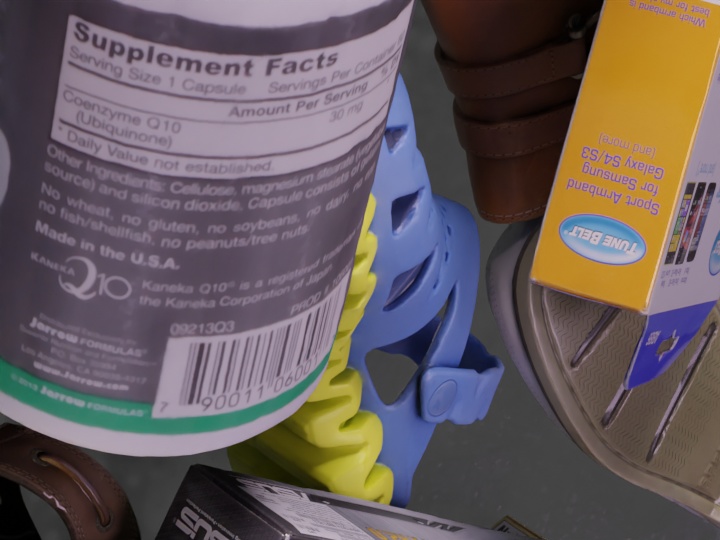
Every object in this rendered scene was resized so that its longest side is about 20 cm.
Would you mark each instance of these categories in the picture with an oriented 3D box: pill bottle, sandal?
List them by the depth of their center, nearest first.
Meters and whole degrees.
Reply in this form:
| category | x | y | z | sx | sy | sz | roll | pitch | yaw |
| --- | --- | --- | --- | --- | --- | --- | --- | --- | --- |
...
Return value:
| category | x | y | z | sx | sy | sz | roll | pitch | yaw |
| --- | --- | --- | --- | --- | --- | --- | --- | --- | --- |
| pill bottle | -0.045 | -0.062 | 0.681 | 0.113 | 0.113 | 0.200 | -15 | 135 | -34 |
| sandal | -0.096 | 0.075 | 0.807 | 0.201 | 0.080 | 0.057 | 13 | 81 | -47 |
| sandal | 0.000 | 0.000 | 0.832 | 0.087 | 0.079 | 0.200 | -35 | 146 | -26 |

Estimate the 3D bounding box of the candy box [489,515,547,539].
| category | x | y | z | sx | sy | sz | roll | pitch | yaw |
| --- | --- | --- | --- | --- | --- | --- | --- | --- | --- |
| candy box | 0.014 | 0.195 | 0.957 | 0.200 | 0.055 | 0.115 | -41 | 131 | -17 |

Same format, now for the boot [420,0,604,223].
| category | x | y | z | sx | sy | sz | roll | pitch | yaw |
| --- | --- | --- | --- | --- | --- | --- | --- | --- | --- |
| boot | 0.034 | -0.085 | 0.825 | 0.200 | 0.077 | 0.155 | -32 | 135 | -43 |

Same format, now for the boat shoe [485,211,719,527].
| category | x | y | z | sx | sy | sz | roll | pitch | yaw |
| --- | --- | --- | --- | --- | --- | --- | --- | --- | --- |
| boat shoe | 0.097 | 0.038 | 0.939 | 0.075 | 0.068 | 0.200 | -54 | 131 | -8 |

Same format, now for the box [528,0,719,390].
| category | x | y | z | sx | sy | sz | roll | pitch | yaw |
| --- | --- | --- | --- | --- | --- | --- | --- | --- | --- |
| box | 0.099 | -0.066 | 0.802 | 0.119 | 0.041 | 0.200 | -4 | 112 | -72 |

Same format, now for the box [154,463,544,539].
| category | x | y | z | sx | sy | sz | roll | pitch | yaw |
| --- | --- | --- | --- | --- | --- | --- | --- | --- | --- |
| box | -0.004 | 0.151 | 0.837 | 0.200 | 0.048 | 0.158 | 19 | 99 | -48 |
